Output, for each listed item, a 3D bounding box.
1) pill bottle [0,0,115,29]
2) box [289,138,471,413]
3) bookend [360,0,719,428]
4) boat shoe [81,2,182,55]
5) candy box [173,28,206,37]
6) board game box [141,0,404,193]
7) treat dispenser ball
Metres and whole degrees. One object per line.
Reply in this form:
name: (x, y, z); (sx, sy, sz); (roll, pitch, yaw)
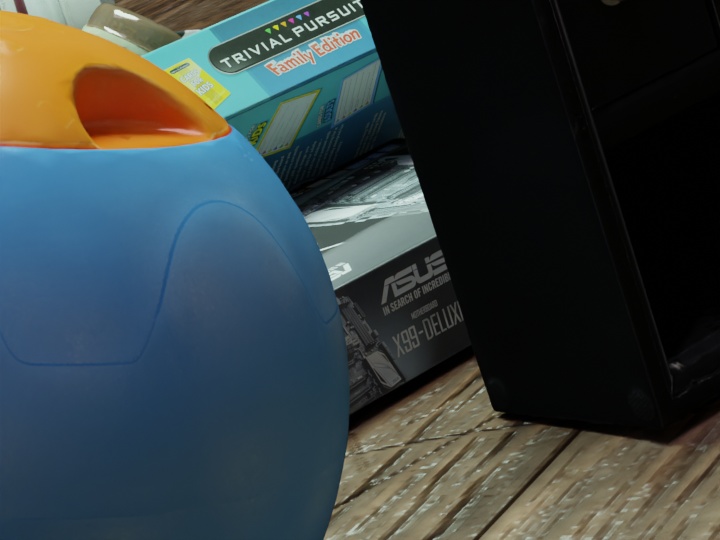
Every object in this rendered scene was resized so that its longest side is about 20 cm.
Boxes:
pill bottle: (-0.311, -0.208, 1.894); (0.199, 0.115, 0.114); (-17, 15, 3)
box: (0.000, 0.000, 0.913); (0.200, 0.050, 0.157); (-27, 17, -35)
bookend: (0.115, -0.078, 0.771); (0.199, 0.200, 0.092); (-26, 15, -32)
boat shoe: (-0.096, -0.052, 1.067); (0.074, 0.202, 0.075); (22, 78, 25)
candy box: (-0.088, -0.097, 1.242); (0.199, 0.061, 0.136); (-12, 3, -44)
board game box: (-0.046, -0.053, 0.994); (0.200, 0.047, 0.151); (-28, -25, -35)
treat dispenser ball: (-0.104, 0.034, 0.586); (0.200, 0.202, 0.201); (-16, 15, 4)
